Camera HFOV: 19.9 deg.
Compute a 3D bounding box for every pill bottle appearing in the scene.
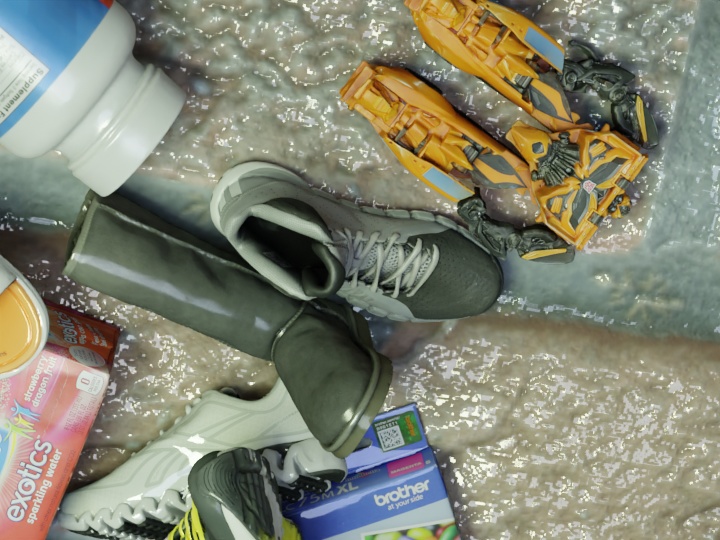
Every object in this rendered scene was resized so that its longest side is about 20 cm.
[{"bbox_3d":[-0.204,-0.139,1.221,0.200,0.112,0.112,40,101,-16],"label":"pill bottle"}]

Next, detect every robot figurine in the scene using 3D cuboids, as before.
[{"bbox_3d":[0.093,-0.090,1.287,0.199,0.058,0.146,34,99,-13],"label":"robot figurine"}]

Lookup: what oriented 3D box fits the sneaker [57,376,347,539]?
[{"bbox_3d":[-0.107,0.125,1.342,0.198,0.075,0.082,-18,73,12],"label":"sneaker"}]

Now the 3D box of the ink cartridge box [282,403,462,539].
[{"bbox_3d":[0.013,0.201,1.386,0.118,0.042,0.202,-17,107,0],"label":"ink cartridge box"}]

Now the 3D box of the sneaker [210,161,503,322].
[{"bbox_3d":[0.000,0.000,1.279,0.198,0.116,0.076,17,106,-10],"label":"sneaker"}]

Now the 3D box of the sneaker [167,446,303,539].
[{"bbox_3d":[-0.085,0.174,1.268,0.084,0.075,0.201,-11,149,5],"label":"sneaker"}]

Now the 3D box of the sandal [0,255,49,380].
[{"bbox_3d":[-0.276,-0.008,1.201,0.206,0.059,0.079,42,99,-2],"label":"sandal"}]

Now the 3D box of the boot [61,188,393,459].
[{"bbox_3d":[-0.085,0.026,1.253,0.199,0.182,0.073,32,98,-18],"label":"boot"}]

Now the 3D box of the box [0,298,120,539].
[{"bbox_3d":[-0.235,0.119,1.307,0.099,0.096,0.202,21,105,-9],"label":"box"}]
